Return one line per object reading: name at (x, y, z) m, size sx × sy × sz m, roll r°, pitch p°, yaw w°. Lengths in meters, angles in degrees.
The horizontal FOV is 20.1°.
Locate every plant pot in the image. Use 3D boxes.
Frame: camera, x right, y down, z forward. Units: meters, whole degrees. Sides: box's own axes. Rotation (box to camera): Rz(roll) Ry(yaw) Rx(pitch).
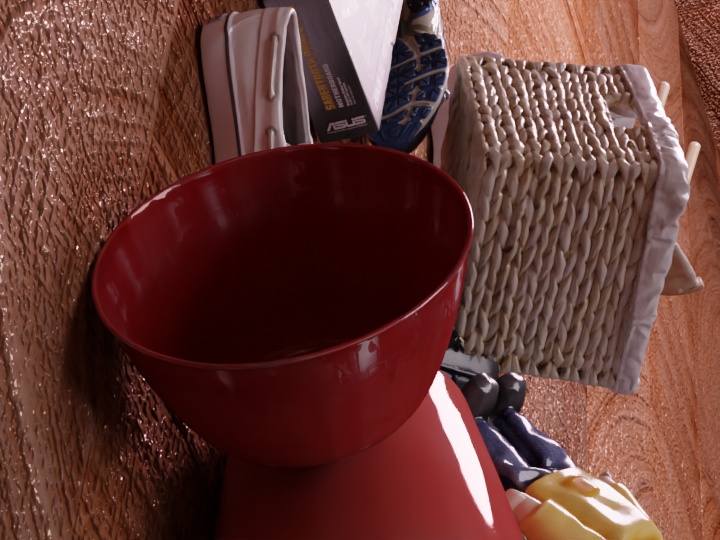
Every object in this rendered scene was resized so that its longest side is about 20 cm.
plant pot at (0.001, 0.154, 1.123) m, size 0.178 × 0.199 × 0.201 m, roll -98°, pitch 166°, yaw -46°

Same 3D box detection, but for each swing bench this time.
swing bench at (0.327, -0.089, 2.416) m, size 0.199 × 0.129 × 0.202 m, roll 46°, pitch 42°, yaw -62°

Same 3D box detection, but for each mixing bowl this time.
mixing bowl at (-0.031, 0.031, 1.060) m, size 0.201 × 0.198 × 0.109 m, roll -76°, pitch 158°, yaw -54°

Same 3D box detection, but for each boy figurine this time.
boy figurine at (0.130, 0.142, 1.203) m, size 0.200 × 0.065 × 0.124 m, roll 41°, pitch 21°, yaw 34°

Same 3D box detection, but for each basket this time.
basket at (0.145, -0.043, 1.568) m, size 0.199 × 0.159 × 0.201 m, roll -96°, pitch -166°, yaw -61°

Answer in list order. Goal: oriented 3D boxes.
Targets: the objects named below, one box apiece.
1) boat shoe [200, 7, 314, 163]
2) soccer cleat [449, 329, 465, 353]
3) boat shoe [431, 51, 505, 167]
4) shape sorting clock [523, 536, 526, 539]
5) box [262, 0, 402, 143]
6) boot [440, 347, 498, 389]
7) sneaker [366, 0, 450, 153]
boat shoe at (-0.050, -0.063, 1.257) m, size 0.074 × 0.065 × 0.202 m, roll -24°, pitch 103°, yaw -73°
soccer cleat at (0.027, 0.080, 1.431) m, size 0.068 × 0.073 × 0.200 m, roll 46°, pitch 23°, yaw -18°
boat shoe at (0.102, -0.101, 1.774) m, size 0.066 × 0.071 × 0.201 m, roll 67°, pitch 21°, yaw -48°
shape sorting clock at (0.118, 0.199, 1.494) m, size 0.201 × 0.039 × 0.200 m, roll 59°, pitch 2°, yaw -3°
box at (-0.021, -0.215, 1.471) m, size 0.201 × 0.048 × 0.159 m, roll -81°, pitch 154°, yaw -48°
boot at (0.018, 0.144, 1.272) m, size 0.164 × 0.066 × 0.202 m, roll 11°, pitch 71°, yaw -25°
sneaker at (0.043, -0.149, 1.602) m, size 0.201 × 0.076 × 0.086 m, roll -82°, pitch 159°, yaw -45°
